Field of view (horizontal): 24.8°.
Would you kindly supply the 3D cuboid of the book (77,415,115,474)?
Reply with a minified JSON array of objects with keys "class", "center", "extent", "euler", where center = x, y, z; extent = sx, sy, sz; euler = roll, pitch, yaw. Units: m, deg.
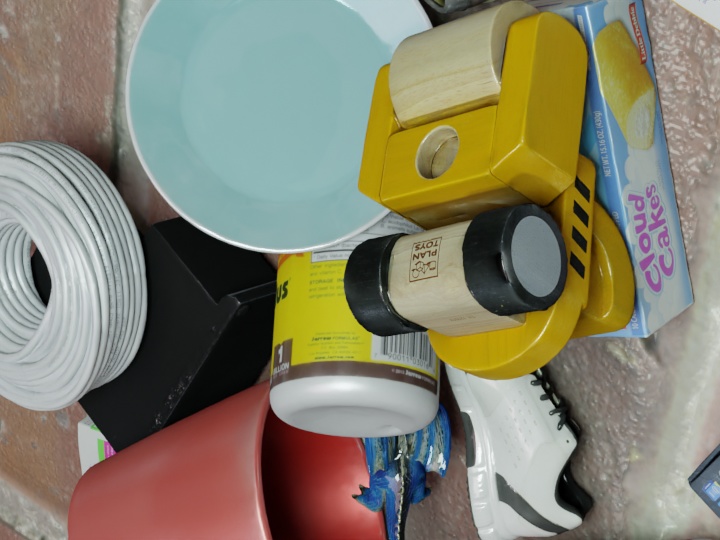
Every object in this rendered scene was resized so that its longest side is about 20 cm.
[{"class":"book","center":[-0.145,0.200,1.348],"extent":[0.199,0.048,0.134],"euler":[14,123,34]}]

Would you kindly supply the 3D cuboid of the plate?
[{"class":"plate","center":[-0.046,-0.109,1.017],"extent":[0.199,0.026,0.202],"euler":[0,84,2]}]

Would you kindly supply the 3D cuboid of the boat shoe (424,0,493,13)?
[{"class":"boat shoe","center":[0.017,-0.242,1.012],"extent":[0.201,0.066,0.072],"euler":[52,143,11]}]

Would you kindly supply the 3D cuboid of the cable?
[{"class":"cable","center":[-0.242,0.003,1.223],"extent":[0.199,0.069,0.201],"euler":[-12,93,41]}]

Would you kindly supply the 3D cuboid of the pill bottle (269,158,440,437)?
[{"class":"pill bottle","center":[0.000,0.000,1.060],"extent":[0.109,0.109,0.201],"euler":[-16,63,43]}]

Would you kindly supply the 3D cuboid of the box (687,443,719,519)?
[{"class":"box","center":[0.307,0.142,0.938],"extent":[0.200,0.051,0.158],"euler":[48,131,15]}]

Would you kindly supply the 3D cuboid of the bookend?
[{"class":"bookend","center":[-0.162,0.012,1.262],"extent":[0.200,0.092,0.199],"euler":[49,128,20]}]

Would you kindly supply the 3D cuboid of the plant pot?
[{"class":"plant pot","center":[-0.099,0.188,1.175],"extent":[0.176,0.200,0.202],"euler":[-17,97,21]}]

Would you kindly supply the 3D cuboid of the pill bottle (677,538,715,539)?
[{"class":"pill bottle","center":[0.152,0.237,1.070],"extent":[0.199,0.113,0.114],"euler":[-14,99,43]}]

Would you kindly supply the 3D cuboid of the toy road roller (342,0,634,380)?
[{"class":"toy road roller","center":[0.085,-0.036,0.937],"extent":[0.122,0.146,0.201],"euler":[-12,63,43]}]

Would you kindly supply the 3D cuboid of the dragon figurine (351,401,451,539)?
[{"class":"dragon figurine","center":[0.028,0.119,1.121],"extent":[0.100,0.058,0.201],"euler":[107,163,-63]}]

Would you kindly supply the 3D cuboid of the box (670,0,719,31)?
[{"class":"box","center":[0.234,-0.175,0.877],"extent":[0.200,0.041,0.120],"euler":[37,128,21]}]

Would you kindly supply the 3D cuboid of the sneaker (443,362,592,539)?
[{"class":"sneaker","center":[0.106,0.086,1.088],"extent":[0.079,0.074,0.201],"euler":[-5,109,25]}]

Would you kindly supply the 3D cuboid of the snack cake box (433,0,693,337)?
[{"class":"snack cake box","center":[0.124,-0.063,0.999],"extent":[0.114,0.067,0.201],"euler":[-2,107,39]}]

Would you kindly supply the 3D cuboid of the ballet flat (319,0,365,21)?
[{"class":"ballet flat","center":[-0.045,-0.134,1.107],"extent":[0.068,0.068,0.200],"euler":[38,125,2]}]
